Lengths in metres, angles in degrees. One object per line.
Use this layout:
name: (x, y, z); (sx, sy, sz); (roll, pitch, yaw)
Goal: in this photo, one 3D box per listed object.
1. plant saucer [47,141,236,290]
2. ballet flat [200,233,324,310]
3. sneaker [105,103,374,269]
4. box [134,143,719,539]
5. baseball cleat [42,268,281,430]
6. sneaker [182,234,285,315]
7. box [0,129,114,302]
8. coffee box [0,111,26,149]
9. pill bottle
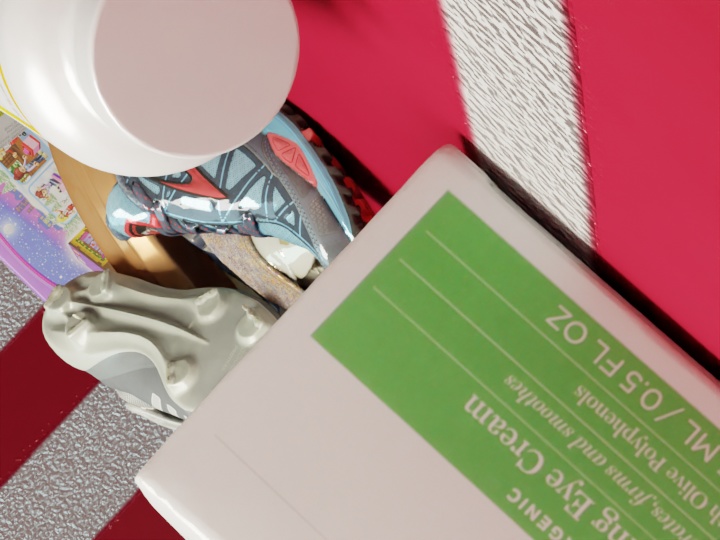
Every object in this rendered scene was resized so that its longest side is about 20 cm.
plant saucer: (-0.113, -0.040, 1.507); (0.201, 0.037, 0.200); (55, -167, -19)
ballet flat: (0.000, 0.000, 1.326); (0.200, 0.068, 0.067); (37, 153, 15)
sneaker: (-0.070, -0.039, 1.283); (0.200, 0.096, 0.079); (40, 174, 32)
box: (0.054, 0.098, 1.034); (0.199, 0.171, 0.200); (42, 174, 15)
baseball cleat: (-0.075, 0.049, 1.395); (0.200, 0.070, 0.106); (22, 165, 48)
sneaker: (-0.013, 0.015, 1.445); (0.199, 0.081, 0.115); (48, -178, 34)
box: (-0.145, -0.036, 1.628); (0.200, 0.137, 0.039); (46, 174, -15)
coffee box: (-0.276, -0.140, 1.276); (0.200, 0.200, 0.198); (40, 159, 25)
pill bottle: (-0.088, -0.092, 0.986); (0.104, 0.104, 0.200); (46, 174, -24)
